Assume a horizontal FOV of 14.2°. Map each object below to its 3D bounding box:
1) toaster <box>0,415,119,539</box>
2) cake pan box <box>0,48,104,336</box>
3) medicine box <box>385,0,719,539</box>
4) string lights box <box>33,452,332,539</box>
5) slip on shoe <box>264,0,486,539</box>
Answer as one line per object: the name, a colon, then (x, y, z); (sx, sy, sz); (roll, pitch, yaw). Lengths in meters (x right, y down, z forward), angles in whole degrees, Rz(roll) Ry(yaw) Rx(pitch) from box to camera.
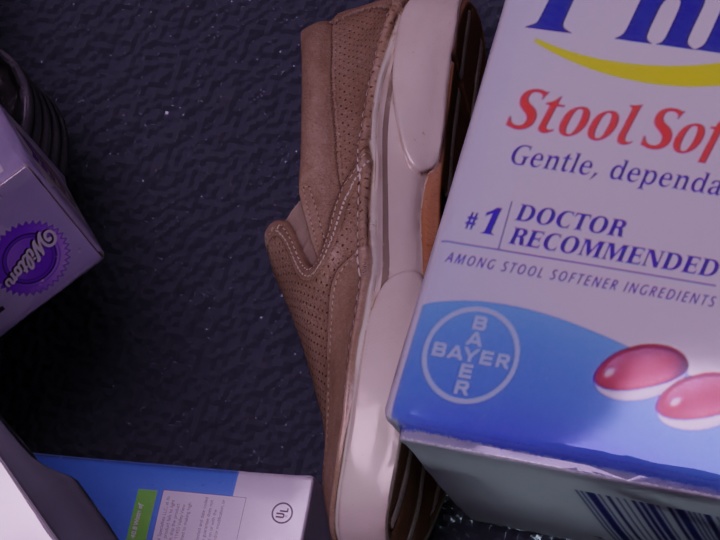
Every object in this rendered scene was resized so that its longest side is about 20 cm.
toaster: (-0.148, 0.071, 0.802); (0.129, 0.114, 0.200); (-34, 68, -10)
cake pan box: (-0.190, -0.007, 0.960); (0.200, 0.052, 0.184); (-38, 37, 0)
medicine box: (0.127, -0.014, 0.865); (0.181, 0.103, 0.201); (9, 72, 22)
string lights box: (-0.108, 0.113, 0.917); (0.199, 0.059, 0.103); (4, 69, 20)
slip on shoe: (0.000, 0.000, 0.916); (0.060, 0.076, 0.201); (-1, 64, 14)
